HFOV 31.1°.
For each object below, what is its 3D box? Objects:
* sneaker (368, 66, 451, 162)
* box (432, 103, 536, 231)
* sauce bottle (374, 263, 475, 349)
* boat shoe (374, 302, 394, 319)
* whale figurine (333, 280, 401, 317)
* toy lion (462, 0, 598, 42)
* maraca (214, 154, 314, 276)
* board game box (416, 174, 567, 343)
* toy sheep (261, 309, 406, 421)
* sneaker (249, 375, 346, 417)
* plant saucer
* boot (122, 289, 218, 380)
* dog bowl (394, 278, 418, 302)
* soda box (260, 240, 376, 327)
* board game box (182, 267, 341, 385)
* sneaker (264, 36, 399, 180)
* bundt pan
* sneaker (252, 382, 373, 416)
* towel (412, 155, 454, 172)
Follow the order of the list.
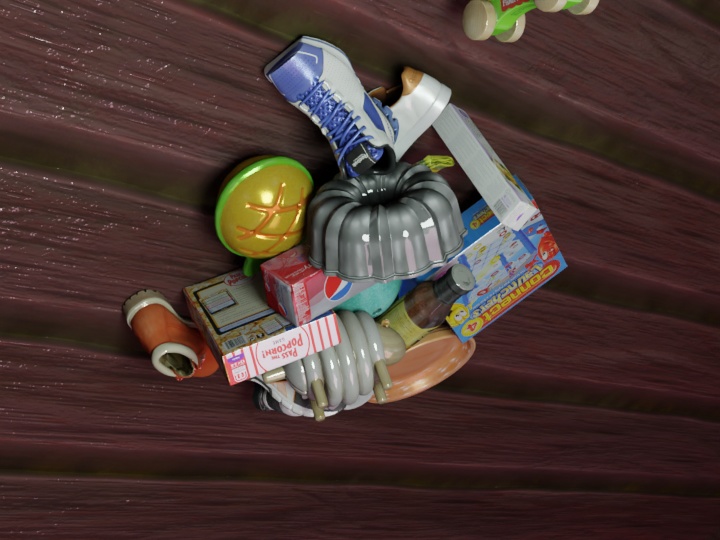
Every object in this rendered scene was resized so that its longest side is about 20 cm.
[{"bbox_3d":[0.026,-0.180,1.631,0.084,0.073,0.200,32,124,-15],"label":"sneaker"},{"bbox_3d":[0.157,-0.134,1.654,0.038,0.201,0.042,21,119,-46],"label":"box"},{"bbox_3d":[0.081,0.057,1.767,0.065,0.067,0.200,0,153,-38],"label":"sauce bottle"},{"bbox_3d":[-0.034,0.093,1.857,0.198,0.072,0.072,-25,-171,-4],"label":"boat shoe"},{"bbox_3d":[0.000,0.000,1.746,0.157,0.105,0.201,-25,160,-12],"label":"whale figurine"},{"bbox_3d":[0.189,-0.371,1.447,0.068,0.195,0.199,-4,176,-35],"label":"toy lion"},{"bbox_3d":[-0.113,-0.064,1.602,0.136,0.108,0.201,-28,145,-8],"label":"maraca"},{"bbox_3d":[0.183,-0.012,1.858,0.199,0.056,0.196,-37,143,2],"label":"board game box"},{"bbox_3d":[-0.034,0.120,1.714,0.197,0.139,0.139,-12,141,-16],"label":"toy sheep"},{"bbox_3d":[-0.103,0.132,1.786,0.074,0.198,0.081,-45,160,-60],"label":"sneaker"},{"bbox_3d":[0.086,0.143,2.040,0.198,0.038,0.201,-22,155,-11],"label":"plant saucer"},{"bbox_3d":[-0.236,0.113,1.717,0.075,0.108,0.200,-38,146,5],"label":"boot"},{"bbox_3d":[0.105,0.007,1.912,0.110,0.050,0.201,4,131,-41],"label":"dog bowl"},{"bbox_3d":[-0.024,-0.010,1.603,0.198,0.070,0.064,-28,129,-28],"label":"soda box"},{"bbox_3d":[-0.129,0.056,1.646,0.150,0.200,0.047,-20,119,-13],"label":"board game box"},{"bbox_3d":[-0.017,-0.176,1.502,0.080,0.116,0.199,-37,127,20],"label":"sneaker"},{"bbox_3d":[0.027,-0.068,1.542,0.199,0.202,0.077,-19,123,-19],"label":"bundt pan"},{"bbox_3d":[-0.078,0.168,1.925,0.198,0.111,0.074,-3,95,-48],"label":"sneaker"},{"bbox_3d":[0.029,-0.094,1.689,0.199,0.018,0.086,-31,170,24],"label":"towel"}]
